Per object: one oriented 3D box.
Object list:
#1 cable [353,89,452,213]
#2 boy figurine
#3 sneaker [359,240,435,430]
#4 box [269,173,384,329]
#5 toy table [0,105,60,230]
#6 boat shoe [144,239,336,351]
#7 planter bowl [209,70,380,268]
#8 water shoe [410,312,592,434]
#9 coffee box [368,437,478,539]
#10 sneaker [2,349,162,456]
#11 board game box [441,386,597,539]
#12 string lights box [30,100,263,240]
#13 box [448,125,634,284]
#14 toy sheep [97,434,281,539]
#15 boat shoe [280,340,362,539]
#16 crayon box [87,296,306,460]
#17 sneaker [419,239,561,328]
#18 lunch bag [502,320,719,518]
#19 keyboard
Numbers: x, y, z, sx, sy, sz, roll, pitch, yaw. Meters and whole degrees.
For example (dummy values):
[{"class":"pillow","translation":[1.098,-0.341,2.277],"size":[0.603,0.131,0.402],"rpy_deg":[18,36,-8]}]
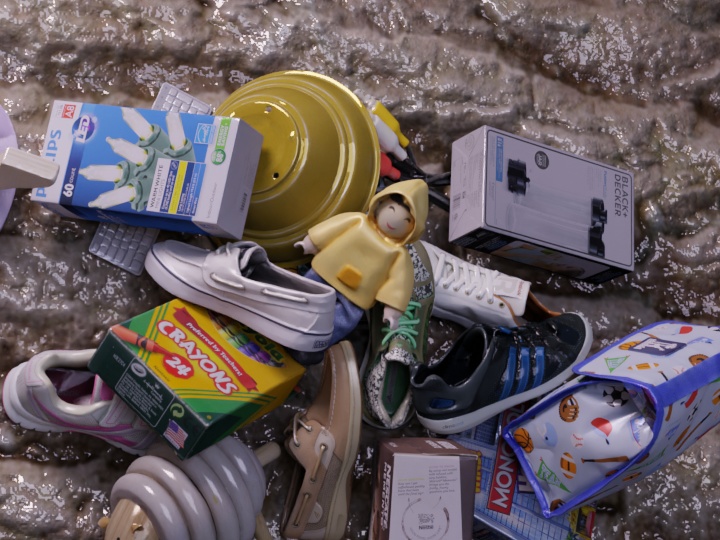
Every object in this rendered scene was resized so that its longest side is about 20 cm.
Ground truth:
[{"class":"cable","translation":[0.056,-0.098,1.631],"size":[0.200,0.050,0.097],"rpy_deg":[29,55,-28]},{"class":"boy figurine","translation":[0.000,0.000,1.501],"size":[0.124,0.064,0.200],"rpy_deg":[46,107,8]},{"class":"sneaker","translation":[0.039,0.063,1.545],"size":[0.077,0.089,0.201],"rpy_deg":[1,98,-8]},{"class":"box","translation":[-0.038,-0.039,1.618],"size":[0.136,0.040,0.201],"rpy_deg":[-2,73,-20]},{"class":"toy table","translation":[-0.374,-0.095,1.477],"size":[0.183,0.117,0.201],"rpy_deg":[8,69,-17]},{"class":"boat shoe","translation":[-0.108,0.006,1.468],"size":[0.200,0.066,0.072],"rpy_deg":[27,25,27]},{"class":"planter bowl","translation":[-0.088,-0.108,1.544],"size":[0.200,0.083,0.201],"rpy_deg":[-4,77,18]},{"class":"water shoe","translation":[0.139,0.083,1.539],"size":[0.200,0.071,0.079],"rpy_deg":[-31,127,-19]},{"class":"coffee box","translation":[0.053,0.258,1.470],"size":[0.079,0.113,0.201],"rpy_deg":[3,92,-8]},{"class":"sneaker","translation":[-0.223,0.119,1.472],"size":[0.199,0.088,0.082],"rpy_deg":[8,70,-17]},{"class":"board game box","translation":[0.136,0.188,1.591],"size":[0.199,0.062,0.201],"rpy_deg":[18,67,-14]},{"class":"string lights box","translation":[-0.199,-0.094,1.503],"size":[0.199,0.059,0.103],"rpy_deg":[7,79,22]},{"class":"box","translation":[0.191,-0.066,1.673],"size":[0.199,0.060,0.117],"rpy_deg":[16,67,-29]},{"class":"toy sheep","translation":[-0.148,0.211,1.450],"size":[0.200,0.138,0.138],"rpy_deg":[-31,84,-40]},{"class":"boat shoe","translation":[-0.038,0.161,1.492],"size":[0.064,0.071,0.201],"rpy_deg":[4,106,-9]},{"class":"crayon box","translation":[-0.137,0.083,1.470],"size":[0.127,0.051,0.200],"rpy_deg":[42,29,12]},{"class":"sneaker","translation":[0.120,0.015,1.615],"size":[0.200,0.085,0.073],"rpy_deg":[31,50,-18]},{"class":"lunch bag","translation":[0.260,0.128,1.516],"size":[0.170,0.200,0.124],"rpy_deg":[-21,77,-40]},{"class":"keyboard","translation":[-0.206,-0.092,1.593],"size":[0.056,0.011,0.201],"rpy_deg":[25,66,-10]}]
